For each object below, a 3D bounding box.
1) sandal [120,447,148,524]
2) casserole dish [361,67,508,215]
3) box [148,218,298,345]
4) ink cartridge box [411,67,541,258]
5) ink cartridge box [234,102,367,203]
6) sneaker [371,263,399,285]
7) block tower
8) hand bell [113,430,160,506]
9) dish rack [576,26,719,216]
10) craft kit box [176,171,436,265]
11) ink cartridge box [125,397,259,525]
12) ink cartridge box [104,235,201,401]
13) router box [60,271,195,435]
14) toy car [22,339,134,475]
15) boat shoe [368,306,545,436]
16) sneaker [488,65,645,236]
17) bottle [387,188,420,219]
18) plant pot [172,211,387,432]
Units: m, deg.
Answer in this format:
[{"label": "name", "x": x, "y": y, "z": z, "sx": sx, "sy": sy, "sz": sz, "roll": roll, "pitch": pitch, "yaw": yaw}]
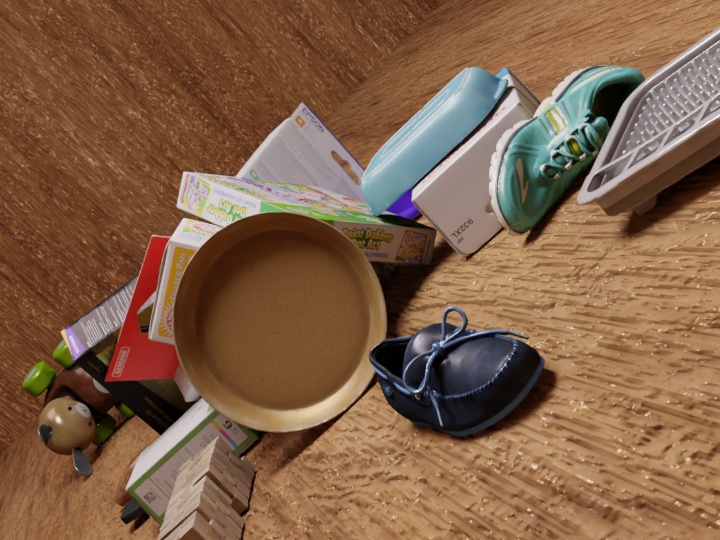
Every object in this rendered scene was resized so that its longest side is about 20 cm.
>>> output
[{"label": "sandal", "x": -0.217, "y": 0.208, "z": 1.473, "sx": 0.201, "sy": 0.048, "sz": 0.075, "roll": -48, "pitch": 11, "yaw": -19}, {"label": "casserole dish", "x": 0.067, "y": -0.136, "z": 1.280, "sx": 0.200, "sy": 0.039, "sz": 0.121, "roll": -42, "pitch": 11, "yaw": 28}, {"label": "box", "x": -0.097, "y": 0.028, "z": 1.241, "sx": 0.113, "sy": 0.198, "sz": 0.102, "roll": -97, "pitch": 20, "yaw": -76}, {"label": "ink cartridge box", "x": 0.129, "y": -0.115, "z": 1.294, "sx": 0.145, "sy": 0.084, "sz": 0.200, "roll": -42, "pitch": 12, "yaw": 15}, {"label": "ink cartridge box", "x": -0.054, "y": -0.081, "z": 1.549, "sx": 0.043, "sy": 0.197, "sz": 0.200, "roll": -33, "pitch": 15, "yaw": 36}, {"label": "sneaker", "x": 0.000, "y": 0.000, "z": 1.393, "sx": 0.091, "sy": 0.076, "sz": 0.201, "roll": -27, "pitch": 22, "yaw": 21}, {"label": "block tower", "x": -0.139, "y": 0.217, "z": 1.135, "sx": 0.054, "sy": 0.058, "sz": 0.200, "roll": -41, "pitch": 10, "yaw": 10}, {"label": "hand bell", "x": -0.248, "y": 0.203, "z": 1.569, "sx": 0.201, "sy": 0.104, "sz": 0.104, "roll": -57, "pitch": 12, "yaw": -4}, {"label": "dish rack", "x": 0.257, "y": -0.121, "z": 0.957, "sx": 0.171, "sy": 0.044, "sz": 0.200, "roll": -37, "pitch": 14, "yaw": 41}, {"label": "craft kit box", "x": -0.056, "y": -0.054, "z": 1.318, "sx": 0.199, "sy": 0.196, "sz": 0.049, "roll": 22, "pitch": 106, "yaw": 43}, {"label": "ink cartridge box", "x": -0.157, "y": 0.172, "z": 1.356, "sx": 0.200, "sy": 0.059, "sz": 0.104, "roll": -43, "pitch": 10, "yaw": 9}, {"label": "ink cartridge box", "x": -0.165, "y": 0.054, "z": 1.362, "sx": 0.045, "sy": 0.175, "sz": 0.201, "roll": 52, "pitch": 130, "yaw": 39}, {"label": "router box", "x": -0.219, "y": 0.086, "z": 1.431, "sx": 0.157, "sy": 0.200, "sz": 0.052, "roll": -37, "pitch": 52, "yaw": 0}, {"label": "toy car", "x": -0.452, "y": 0.231, "z": 2.006, "sx": 0.158, "sy": 0.164, "sz": 0.201, "roll": -41, "pitch": 21, "yaw": 20}, {"label": "boat shoe", "x": 0.055, "y": 0.075, "z": 0.904, "sx": 0.084, "sy": 0.069, "sz": 0.200, "roll": -50, "pitch": 12, "yaw": -27}, {"label": "sneaker", "x": 0.185, "y": -0.116, "z": 1.136, "sx": 0.201, "sy": 0.078, "sz": 0.079, "roll": -52, "pitch": 26, "yaw": -20}, {"label": "bottle", "x": 0.074, "y": -0.134, "z": 1.617, "sx": 0.083, "sy": 0.065, "sz": 0.200, "roll": -38, "pitch": 13, "yaw": 29}, {"label": "plant pot", "x": -0.073, "y": 0.047, "z": 1.161, "sx": 0.200, "sy": 0.200, "sz": 0.027, "roll": -43, "pitch": -1, "yaw": 4}]
